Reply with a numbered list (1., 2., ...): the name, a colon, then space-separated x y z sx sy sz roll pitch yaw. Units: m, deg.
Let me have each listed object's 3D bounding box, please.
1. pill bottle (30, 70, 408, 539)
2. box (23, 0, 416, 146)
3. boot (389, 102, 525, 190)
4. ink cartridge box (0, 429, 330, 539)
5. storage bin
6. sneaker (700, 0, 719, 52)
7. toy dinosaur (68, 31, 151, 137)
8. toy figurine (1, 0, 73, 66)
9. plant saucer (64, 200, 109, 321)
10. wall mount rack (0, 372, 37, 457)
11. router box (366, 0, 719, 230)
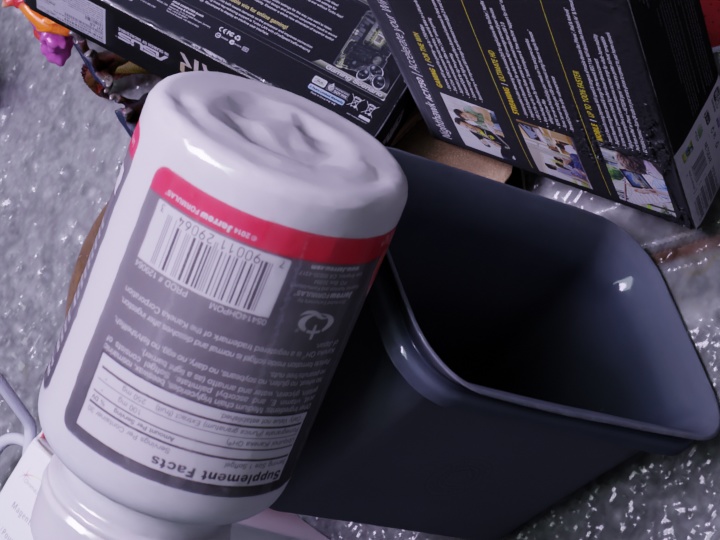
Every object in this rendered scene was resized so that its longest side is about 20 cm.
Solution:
1. pill bottle: -0.065 0.031 0.882 0.111 0.110 0.201 42 118 39
2. box: -0.045 -0.157 1.095 0.199 0.044 0.161 27 63 8
3. boot: 0.000 0.000 1.086 0.075 0.074 0.200 39 85 29
4. ink cartridge box: -0.078 0.110 1.034 0.044 0.200 0.174 37 98 38
5. storage bin: 0.036 0.041 0.985 0.134 0.199 0.146 -41 53 30
6. sneaker: 0.197 -0.192 0.972 0.112 0.071 0.201 0 67 53
7. toy dinosaur: -0.067 -0.150 1.198 0.181 0.105 0.200 -35 31 -7
8. toy figurine: -0.159 -0.186 1.227 0.149 0.184 0.201 6 61 -5
9. plant saucer: -0.090 0.013 1.192 0.199 0.029 0.201 -14 65 33
10. wall mount rack: -0.160 0.116 1.154 0.199 0.074 0.175 19 109 41
11. router box: 0.079 -0.106 0.970 0.149 0.200 0.051 21 70 26
